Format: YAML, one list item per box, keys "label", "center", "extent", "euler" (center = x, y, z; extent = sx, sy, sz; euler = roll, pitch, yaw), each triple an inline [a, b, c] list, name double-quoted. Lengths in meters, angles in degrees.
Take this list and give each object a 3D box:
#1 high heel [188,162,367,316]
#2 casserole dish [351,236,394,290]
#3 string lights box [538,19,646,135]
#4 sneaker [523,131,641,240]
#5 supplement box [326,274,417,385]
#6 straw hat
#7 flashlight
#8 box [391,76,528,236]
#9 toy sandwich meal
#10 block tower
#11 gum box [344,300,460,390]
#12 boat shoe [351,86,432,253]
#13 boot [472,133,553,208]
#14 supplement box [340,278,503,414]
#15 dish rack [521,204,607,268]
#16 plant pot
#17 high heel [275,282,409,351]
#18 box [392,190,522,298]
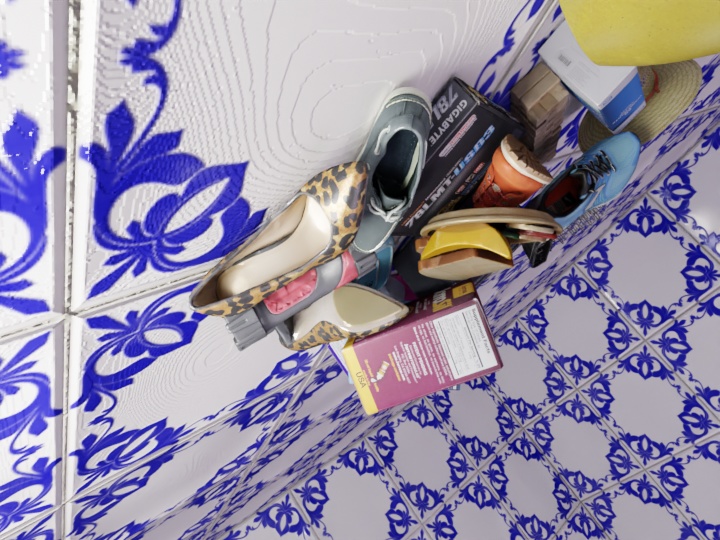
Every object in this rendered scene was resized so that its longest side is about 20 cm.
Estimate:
- label: "high heel"
  center: [-0.077, -0.024, 0.512]
  extent: [0.142, 0.072, 0.200]
  euler: [-29, 168, -46]
- label: "casserole dish"
  center: [0.000, 0.000, 0.792]
  extent: [0.120, 0.039, 0.201]
  euler: [-33, 161, -15]
- label: "string lights box"
  center: [0.307, -0.247, 0.705]
  extent: [0.059, 0.103, 0.199]
  euler: [-47, 160, 24]
- label: "sneaker"
  center: [0.315, -0.119, 0.748]
  extent: [0.199, 0.079, 0.090]
  euler: [-41, 169, -2]
- label: "supplement box"
  center: [0.041, 0.110, 1.017]
  extent: [0.100, 0.104, 0.201]
  euler: [-13, 146, -49]
- label: "straw hat"
  center: [0.401, -0.279, 0.825]
  extent: [0.085, 0.202, 0.201]
  euler: [38, 107, -27]
- label: "flashlight"
  center: [-0.076, 0.016, 0.656]
  extent: [0.198, 0.068, 0.068]
  euler: [-30, 168, -14]
- label: "box"
  center: [0.103, -0.128, 0.683]
  extent: [0.200, 0.050, 0.197]
  euler: [-49, 160, 24]
- label: "toy sandwich meal"
  center: [0.163, -0.030, 0.713]
  extent: [0.200, 0.072, 0.205]
  euler: [1, 174, 0]
- label: "block tower"
  center: [0.248, -0.204, 0.768]
  extent: [0.058, 0.054, 0.200]
  euler: [-39, 161, 5]
- label: "gum box"
  center: [0.073, 0.126, 0.902]
  extent: [0.196, 0.045, 0.172]
  euler: [2, 130, 7]
- label: "boat shoe"
  center: [0.022, -0.085, 0.559]
  extent: [0.071, 0.062, 0.202]
  euler: [14, 133, -9]
- label: "boot"
  center: [0.190, -0.110, 0.708]
  extent: [0.107, 0.075, 0.199]
  euler: [-42, 166, 17]
- label: "supplement box"
  center: [0.087, 0.104, 0.768]
  extent: [0.197, 0.105, 0.131]
  euler: [-22, -174, 11]
- label: "dish rack"
  center: [0.345, -0.094, 0.862]
  extent: [0.198, 0.055, 0.153]
  euler: [-34, 162, 4]
- label: "plant pot"
  center: [0.263, -0.271, 0.488]
  extent: [0.141, 0.204, 0.198]
  euler: [-21, 176, 42]
- label: "high heel"
  center: [-0.027, 0.075, 0.770]
  extent: [0.195, 0.073, 0.143]
  euler: [-2, 155, 6]
- label: "box"
  center: [0.182, -0.045, 0.924]
  extent: [0.200, 0.105, 0.181]
  euler: [-47, 160, 22]
